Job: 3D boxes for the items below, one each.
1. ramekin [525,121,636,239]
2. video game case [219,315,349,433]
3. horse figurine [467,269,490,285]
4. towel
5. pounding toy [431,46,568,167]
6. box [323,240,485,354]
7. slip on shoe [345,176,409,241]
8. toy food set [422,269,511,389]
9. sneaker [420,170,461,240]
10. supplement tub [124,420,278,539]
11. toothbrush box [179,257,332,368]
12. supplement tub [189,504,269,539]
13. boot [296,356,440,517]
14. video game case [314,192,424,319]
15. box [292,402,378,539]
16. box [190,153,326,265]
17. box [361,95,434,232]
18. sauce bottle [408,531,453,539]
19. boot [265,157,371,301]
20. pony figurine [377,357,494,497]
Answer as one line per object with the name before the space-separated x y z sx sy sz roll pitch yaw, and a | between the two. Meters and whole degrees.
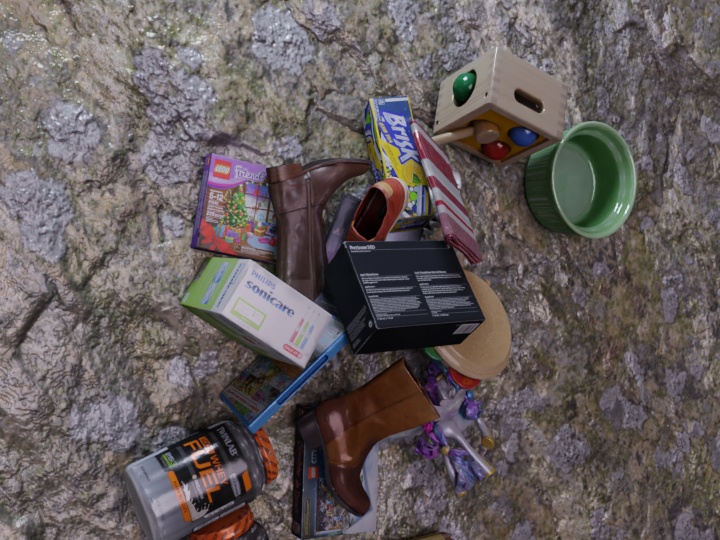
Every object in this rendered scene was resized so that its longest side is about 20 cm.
ramekin | 0.389 -0.158 1.601 0.196 0.097 0.206 -1 91 -28
video game case | -0.108 0.138 1.300 0.200 0.143 0.018 -43 115 -12
horse figurine | 0.138 0.046 1.495 0.198 0.050 0.134 33 83 -28
towel | 0.128 -0.117 1.374 0.144 0.022 0.204 34 36 -60
pounding toy | 0.201 -0.248 1.468 0.197 0.183 0.146 20 70 -26
box | 0.063 0.035 1.289 0.196 0.079 0.144 -1 59 -34
slip on shoe | 0.005 -0.049 1.338 0.061 0.074 0.203 -8 132 -53
toy food set | 0.162 0.086 1.419 0.197 0.048 0.202 -5 66 -42
sneaker | 0.094 -0.094 1.464 0.081 0.075 0.201 40 72 -13
supplement tub | -0.223 0.293 1.268 0.197 0.122 0.125 -23 101 -26
toothbrush box | -0.151 0.055 1.259 0.145 0.199 0.087 36 75 -24
supplement tub | -0.177 0.451 1.294 0.120 0.122 0.205 -19 99 -26
boot | 0.030 0.252 1.344 0.197 0.068 0.191 -27 93 9
video game case | 0.000 0.000 1.406 0.140 0.019 0.204 23 85 -5
box | -0.038 0.312 1.413 0.134 0.037 0.206 2 90 -28
box | -0.149 -0.084 1.348 0.196 0.039 0.141 11 85 -28
box | 0.057 -0.167 1.403 0.068 0.064 0.205 -7 74 -16
sauce bottle | 0.062 0.477 1.457 0.196 0.066 0.068 -6 93 -25
boot | -0.055 -0.063 1.346 0.183 0.064 0.205 -11 99 -28
pony figurine | 0.135 0.252 1.437 0.203 0.165 0.193 59 29 0
